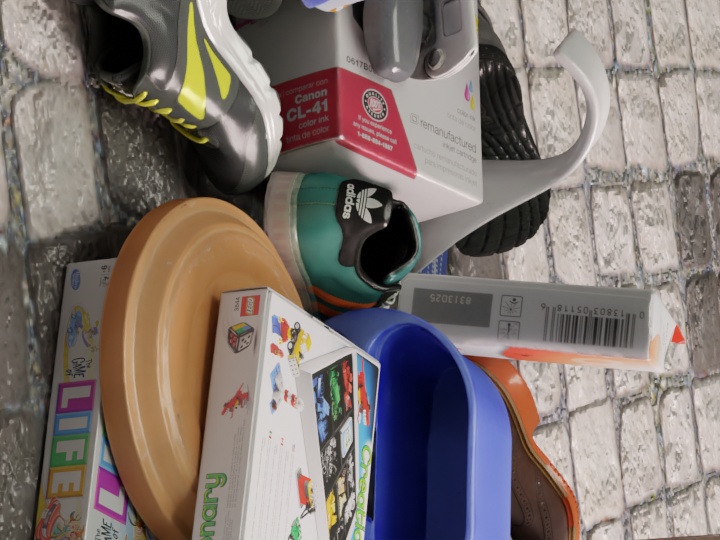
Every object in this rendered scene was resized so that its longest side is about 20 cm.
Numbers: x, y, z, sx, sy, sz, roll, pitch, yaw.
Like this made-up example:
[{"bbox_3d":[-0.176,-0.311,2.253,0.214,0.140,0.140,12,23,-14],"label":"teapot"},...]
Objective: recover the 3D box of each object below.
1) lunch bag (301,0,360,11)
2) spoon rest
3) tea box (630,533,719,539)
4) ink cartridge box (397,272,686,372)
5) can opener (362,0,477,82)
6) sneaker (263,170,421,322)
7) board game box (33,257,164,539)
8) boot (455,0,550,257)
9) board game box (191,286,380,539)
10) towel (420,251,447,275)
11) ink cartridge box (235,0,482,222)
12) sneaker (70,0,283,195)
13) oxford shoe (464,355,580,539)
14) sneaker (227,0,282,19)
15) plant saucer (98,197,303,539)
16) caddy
[{"bbox_3d":[-0.033,-0.239,1.615,0.200,0.076,0.160,33,55,-43],"label":"lunch bag"},{"bbox_3d":[0.088,-0.059,1.799,0.061,0.200,0.099,42,33,0],"label":"spoon rest"},{"bbox_3d":[0.138,0.282,1.835,0.134,0.200,0.197,64,34,-32],"label":"tea box"},{"bbox_3d":[0.117,0.044,1.848,0.200,0.162,0.050,46,50,-73],"label":"ink cartridge box"},{"bbox_3d":[0.036,-0.205,1.708,0.066,0.053,0.200,21,60,-45],"label":"can opener"},{"bbox_3d":[0.000,0.000,1.728,0.200,0.080,0.071,61,34,-67],"label":"sneaker"},{"bbox_3d":[-0.119,0.110,1.564,0.134,0.034,0.200,35,54,-54],"label":"board game box"},{"bbox_3d":[0.074,-0.114,1.904,0.200,0.070,0.132,86,-10,-49],"label":"boot"},{"bbox_3d":[-0.041,0.124,1.568,0.126,0.035,0.200,36,54,-53],"label":"board game box"},{"bbox_3d":[0.008,-0.080,1.864,0.200,0.024,0.145,41,47,-54],"label":"towel"},{"bbox_3d":[-0.001,-0.141,1.751,0.148,0.086,0.200,21,63,-48],"label":"ink cartridge box"},{"bbox_3d":[-0.109,-0.113,1.611,0.085,0.074,0.200,-43,132,-26],"label":"sneaker"},{"bbox_3d":[0.089,0.140,1.938,0.073,0.071,0.200,-43,130,-23],"label":"oxford shoe"},{"bbox_3d":[-0.084,-0.249,1.665,0.200,0.074,0.116,59,40,-36],"label":"sneaker"},{"bbox_3d":[-0.076,0.059,1.587,0.200,0.032,0.201,23,64,-59],"label":"plant saucer"},{"bbox_3d":[0.010,0.124,1.693,0.105,0.141,0.200,32,56,-62],"label":"caddy"}]
